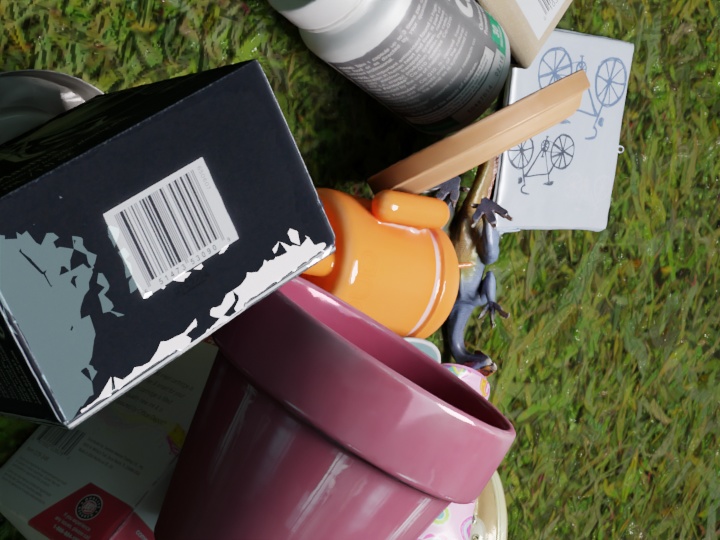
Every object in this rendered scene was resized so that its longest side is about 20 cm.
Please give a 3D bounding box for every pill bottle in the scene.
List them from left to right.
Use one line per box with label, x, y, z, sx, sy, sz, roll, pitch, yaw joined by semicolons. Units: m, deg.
pill bottle;0.022;-0.198;1.049;0.199;0.112;0.114;30;80;-46

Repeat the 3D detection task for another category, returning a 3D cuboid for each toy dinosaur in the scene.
toy dinosaur;0.108;0.005;1.212;0.201;0.104;0.183;-54;151;-33

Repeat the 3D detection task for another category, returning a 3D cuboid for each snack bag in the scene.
snack bag;0.197;-0.134;1.304;0.187;0.021;0.203;-2;102;-44

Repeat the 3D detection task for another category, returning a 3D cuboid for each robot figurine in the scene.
robot figurine;-0.001;0.001;1.078;0.199;0.116;0.146;12;93;-42

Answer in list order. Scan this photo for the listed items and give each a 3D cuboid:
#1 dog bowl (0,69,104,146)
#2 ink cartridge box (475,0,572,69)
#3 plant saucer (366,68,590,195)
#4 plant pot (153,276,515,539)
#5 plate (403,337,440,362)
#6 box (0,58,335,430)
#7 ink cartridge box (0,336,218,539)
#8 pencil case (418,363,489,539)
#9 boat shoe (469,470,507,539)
dog bowl;-0.233;-0.035;0.881;0.199;0.058;0.203;-13;109;-41
ink cartridge box;0.135;-0.305;1.158;0.201;0.075;0.165;-57;134;-16
plant saucer;0.099;-0.107;1.093;0.199;0.200;0.033;-28;93;-36
plant pot;-0.032;0.121;0.836;0.199;0.200;0.180;29;95;-44
plate;-0.025;0.110;1.087;0.199;0.026;0.201;-25;153;-13
box;-0.158;-0.018;0.766;0.199;0.196;0.125;-35;109;-33
ink cartridge box;-0.147;0.127;0.947;0.200;0.147;0.086;-48;130;-23
pencil case;0.061;0.182;1.171;0.087;0.087;0.202;38;57;-43
boat shoe;0.082;0.268;1.200;0.063;0.073;0.203;14;84;-29
